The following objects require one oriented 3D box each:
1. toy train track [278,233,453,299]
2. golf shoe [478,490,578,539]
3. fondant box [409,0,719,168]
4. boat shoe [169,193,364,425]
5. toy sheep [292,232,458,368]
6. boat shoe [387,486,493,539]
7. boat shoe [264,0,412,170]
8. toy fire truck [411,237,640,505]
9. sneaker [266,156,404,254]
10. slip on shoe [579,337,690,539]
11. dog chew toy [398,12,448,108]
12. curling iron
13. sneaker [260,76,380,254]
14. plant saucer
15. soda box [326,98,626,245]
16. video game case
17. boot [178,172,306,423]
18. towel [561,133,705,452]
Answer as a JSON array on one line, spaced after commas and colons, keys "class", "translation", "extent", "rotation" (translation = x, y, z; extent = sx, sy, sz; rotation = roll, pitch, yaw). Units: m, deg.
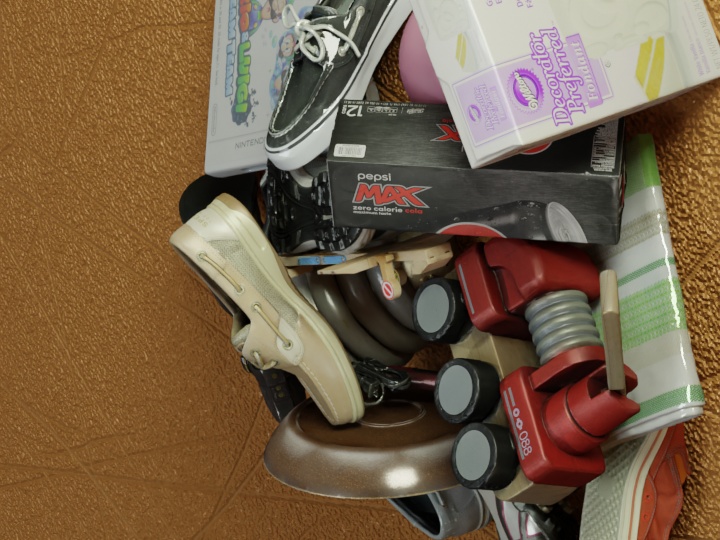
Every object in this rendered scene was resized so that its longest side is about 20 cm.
[{"class": "toy train track", "translation": [0.000, 0.000, 1.652], "extent": [0.200, 0.114, 0.033], "rotation": [-1, 105, 55]}, {"class": "golf shoe", "translation": [0.131, 0.214, 1.712], "extent": [0.088, 0.077, 0.200], "rotation": [-48, 61, 17]}, {"class": "fondant box", "translation": [0.133, -0.164, 1.461], "extent": [0.058, 0.200, 0.145], "rotation": [-20, 90, 54]}, {"class": "boat shoe", "translation": [-0.069, 0.040, 1.683], "extent": [0.200, 0.065, 0.072], "rotation": [57, 164, -16]}, {"class": "toy sheep", "translation": [-0.004, 0.021, 1.777], "extent": [0.200, 0.138, 0.138], "rotation": [-33, 79, 31]}, {"class": "boat shoe", "translation": [0.024, 0.149, 1.853], "extent": [0.201, 0.071, 0.070], "rotation": [39, 134, 35]}, {"class": "boat shoe", "translation": [-0.021, -0.170, 1.665], "extent": [0.068, 0.200, 0.074], "rotation": [40, 170, -36]}, {"class": "toy fire truck", "translation": [0.133, 0.043, 1.536], "extent": [0.200, 0.128, 0.177], "rotation": [-37, 56, 39]}, {"class": "sneaker", "translation": [-0.015, -0.049, 1.687], "extent": [0.200, 0.079, 0.074], "rotation": [16, 111, 63]}, {"class": "slip on shoe", "translation": [0.207, 0.129, 1.625], "extent": [0.074, 0.061, 0.201], "rotation": [32, 117, 57]}, {"class": "dog chew toy", "translation": [0.087, -0.110, 1.619], "extent": [0.124, 0.124, 0.201], "rotation": [38, 141, 36]}, {"class": "curling iron", "translation": [0.086, 0.095, 1.704], "extent": [0.199, 0.050, 0.026], "rotation": [8, 120, 10]}, {"class": "sneaker", "translation": [-0.037, -0.093, 1.817], "extent": [0.074, 0.080, 0.201], "rotation": [33, 128, 43]}, {"class": "plant saucer", "translation": [0.023, 0.121, 1.734], "extent": [0.200, 0.200, 0.032], "rotation": [15, 116, 48]}, {"class": "soda box", "translation": [0.080, -0.067, 1.539], "extent": [0.199, 0.063, 0.071], "rotation": [4, 137, 9]}, {"class": "video game case", "translation": [-0.062, -0.182, 1.793], "extent": [0.182, 0.024, 0.201], "rotation": [-7, 77, 53]}, {"class": "boot", "translation": [-0.094, 0.024, 1.937], "extent": [0.200, 0.069, 0.175], "rotation": [-99, -9, -51]}, {"class": "towel", "translation": [0.180, 0.021, 1.593], "extent": [0.149, 0.031, 0.201], "rotation": [-28, 64, 52]}]
